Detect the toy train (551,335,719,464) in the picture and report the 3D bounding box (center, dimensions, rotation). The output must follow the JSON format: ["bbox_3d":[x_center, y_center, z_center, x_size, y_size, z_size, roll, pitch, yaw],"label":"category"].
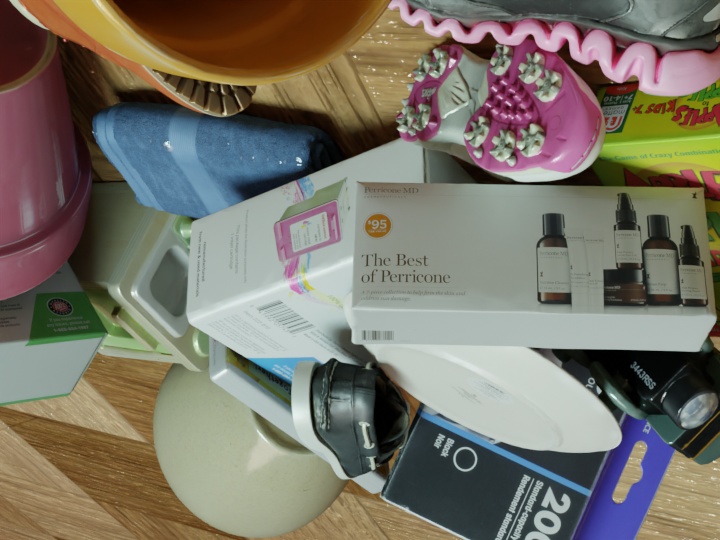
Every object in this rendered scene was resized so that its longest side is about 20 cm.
[{"bbox_3d":[0.174,0.039,0.843,0.114,0.085,0.200,34,-167,-41],"label":"toy train"}]

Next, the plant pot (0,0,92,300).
[{"bbox_3d":[-0.292,-0.107,0.953,0.198,0.201,0.180,23,139,2],"label":"plant pot"}]

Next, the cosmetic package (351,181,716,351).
[{"bbox_3d":[0.094,-0.003,0.733,0.197,0.083,0.051,1,152,1],"label":"cosmetic package"}]

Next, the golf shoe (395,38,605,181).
[{"bbox_3d":[0.095,-0.084,0.742,0.091,0.076,0.200,23,-175,-24],"label":"golf shoe"}]

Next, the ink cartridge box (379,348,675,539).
[{"bbox_3d":[0.143,0.124,0.985,0.198,0.200,0.043,24,179,-1],"label":"ink cartridge box"}]

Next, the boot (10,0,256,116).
[{"bbox_3d":[-0.156,-0.168,0.847,0.200,0.075,0.107,41,154,-13],"label":"boot"}]

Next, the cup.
[{"bbox_3d":[-0.074,0.128,1.160,0.199,0.202,0.143,29,155,-10],"label":"cup"}]

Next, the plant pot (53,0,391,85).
[{"bbox_3d":[-0.097,-0.197,0.623,0.200,0.201,0.182,44,164,-35],"label":"plant pot"}]

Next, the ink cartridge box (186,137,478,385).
[{"bbox_3d":[0.000,0.000,0.910,0.198,0.086,0.144,-18,146,28],"label":"ink cartridge box"}]

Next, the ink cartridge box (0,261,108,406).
[{"bbox_3d":[-0.318,0.007,1.050,0.201,0.145,0.084,55,127,27],"label":"ink cartridge box"}]

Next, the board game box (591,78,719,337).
[{"bbox_3d":[0.223,-0.032,0.788,0.101,0.048,0.200,0,145,41],"label":"board game box"}]

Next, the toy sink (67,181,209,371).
[{"bbox_3d":[-0.179,0.007,1.133,0.198,0.113,0.131,2,147,37],"label":"toy sink"}]

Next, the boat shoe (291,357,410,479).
[{"bbox_3d":[0.006,0.109,0.932,0.060,0.077,0.200,-1,168,15],"label":"boat shoe"}]

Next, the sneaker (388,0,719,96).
[{"bbox_3d":[0.096,-0.160,0.657,0.198,0.079,0.096,17,131,15],"label":"sneaker"}]

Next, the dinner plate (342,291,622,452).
[{"bbox_3d":[0.072,0.073,0.837,0.198,0.024,0.201,25,162,9],"label":"dinner plate"}]

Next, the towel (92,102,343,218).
[{"bbox_3d":[-0.100,-0.080,0.979,0.198,0.049,0.112,11,151,27],"label":"towel"}]

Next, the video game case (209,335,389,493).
[{"bbox_3d":[-0.049,0.060,1.045,0.023,0.183,0.200,-30,131,23],"label":"video game case"}]
